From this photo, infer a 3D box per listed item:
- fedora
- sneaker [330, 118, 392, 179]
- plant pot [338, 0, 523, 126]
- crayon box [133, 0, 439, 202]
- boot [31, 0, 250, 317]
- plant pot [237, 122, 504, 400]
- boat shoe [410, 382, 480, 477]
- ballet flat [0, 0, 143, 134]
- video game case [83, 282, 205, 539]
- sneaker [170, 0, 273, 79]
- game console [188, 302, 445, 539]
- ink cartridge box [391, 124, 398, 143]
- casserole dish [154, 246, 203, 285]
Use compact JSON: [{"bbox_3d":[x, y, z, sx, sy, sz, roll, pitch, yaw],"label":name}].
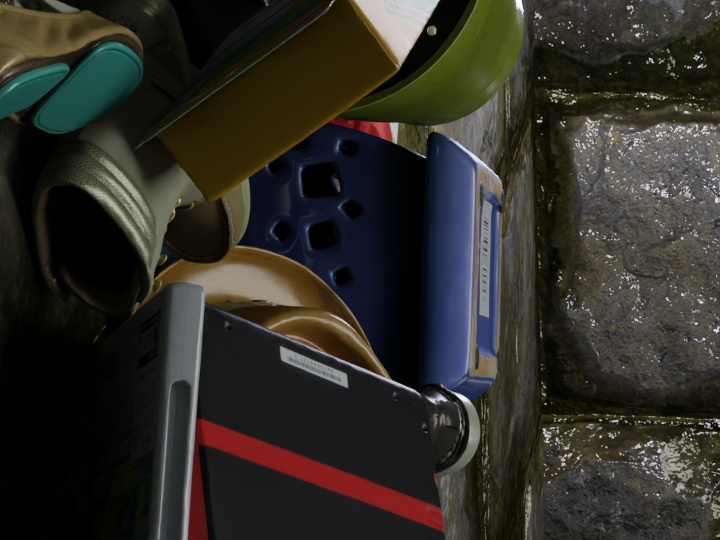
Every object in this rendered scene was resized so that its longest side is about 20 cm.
[{"bbox_3d":[-0.045,0.073,1.410,0.200,0.082,0.202,9,77,-40],"label":"fedora"},{"bbox_3d":[-0.018,-0.140,1.747,0.085,0.077,0.201,35,-30,54],"label":"sneaker"},{"bbox_3d":[0.018,-0.175,1.587,0.193,0.199,0.202,28,63,-66],"label":"plant pot"},{"bbox_3d":[-0.030,-0.107,1.271,0.052,0.125,0.200,53,22,-10],"label":"crayon box"},{"bbox_3d":[-0.116,-0.033,1.311,0.201,0.072,0.155,71,21,-48],"label":"boot"},{"bbox_3d":[0.000,0.000,1.660,0.200,0.179,0.202,21,71,-78],"label":"plant pot"},{"bbox_3d":[-0.025,0.116,1.547,0.060,0.200,0.072,20,53,-58],"label":"boat shoe"},{"bbox_3d":[-0.152,-0.102,1.130,0.063,0.069,0.200,51,10,5],"label":"ballet flat"},{"bbox_3d":[-0.113,0.112,1.252,0.200,0.022,0.184,148,-53,-71],"label":"video game case"},{"bbox_3d":[-0.077,-0.212,1.422,0.112,0.073,0.201,123,-32,-57],"label":"sneaker"},{"bbox_3d":[-0.026,0.120,1.314,0.199,0.031,0.178,25,46,-43],"label":"game console"},{"bbox_3d":[0.009,-0.216,2.060,0.146,0.048,0.201,68,25,-65],"label":"ink cartridge box"},{"bbox_3d":[-0.106,0.069,1.471,0.121,0.039,0.201,54,39,-72],"label":"casserole dish"}]
